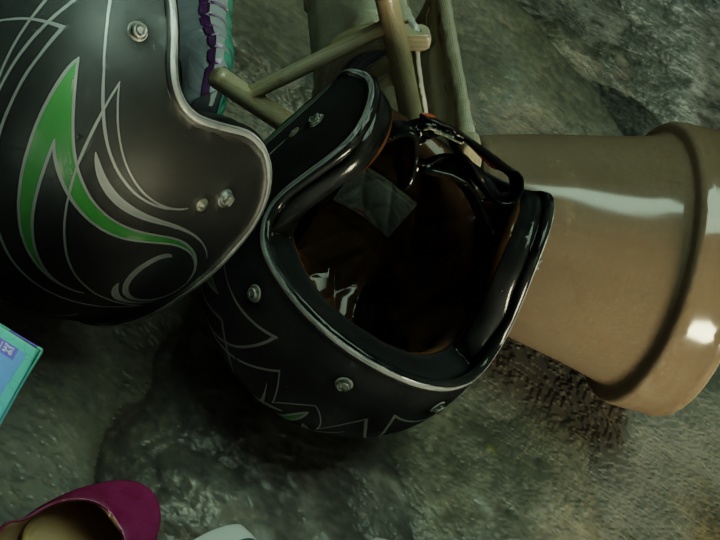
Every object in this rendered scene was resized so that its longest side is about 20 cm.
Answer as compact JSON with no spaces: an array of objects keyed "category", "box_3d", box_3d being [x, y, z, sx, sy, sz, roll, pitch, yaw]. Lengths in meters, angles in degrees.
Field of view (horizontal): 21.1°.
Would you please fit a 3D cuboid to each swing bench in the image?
[{"category":"swing bench","box_3d":[0.001,-0.147,1.282,0.200,0.130,0.199,51,22,-41]}]

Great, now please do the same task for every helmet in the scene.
[{"category":"helmet","box_3d":[-0.160,-0.081,1.023,0.191,0.200,0.200,46,24,-43]},{"category":"helmet","box_3d":[0.000,0.000,1.124,0.200,0.191,0.200,31,-2,1]}]

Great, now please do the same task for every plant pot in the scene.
[{"category":"plant pot","box_3d":[0.144,-0.016,1.300,0.174,0.200,0.200,13,41,-13]}]

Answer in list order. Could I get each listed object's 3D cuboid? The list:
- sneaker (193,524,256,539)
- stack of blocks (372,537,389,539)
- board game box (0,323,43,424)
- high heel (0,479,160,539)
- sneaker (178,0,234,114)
[{"category":"sneaker","box_3d":[-0.105,0.195,0.905,0.079,0.078,0.200,45,46,15]},{"category":"stack of blocks","box_3d":[0.068,0.200,0.973,0.200,0.059,0.115,7,22,30]},{"category":"board game box","box_3d":[-0.253,0.078,0.868,0.152,0.045,0.200,35,52,-14]},{"category":"high heel","box_3d":[-0.140,0.135,0.920,0.067,0.096,0.200,43,34,4]},{"category":"sneaker","box_3d":[-0.130,-0.146,1.288,0.087,0.074,0.200,8,37,-8]}]
